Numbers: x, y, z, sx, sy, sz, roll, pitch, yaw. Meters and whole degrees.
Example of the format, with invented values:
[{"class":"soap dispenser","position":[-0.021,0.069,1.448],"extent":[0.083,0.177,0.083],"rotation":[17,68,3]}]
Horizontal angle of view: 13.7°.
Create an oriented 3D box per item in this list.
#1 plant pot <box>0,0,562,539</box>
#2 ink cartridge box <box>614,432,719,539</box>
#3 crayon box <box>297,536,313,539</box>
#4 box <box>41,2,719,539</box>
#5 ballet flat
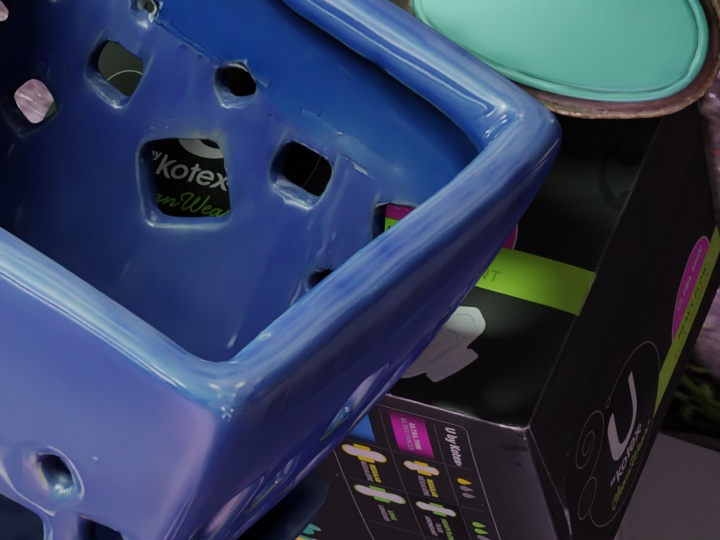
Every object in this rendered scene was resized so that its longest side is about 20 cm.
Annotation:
[{"class":"plant pot","position":[-0.093,0.011,0.819],"extent":[0.200,0.200,0.180],"rotation":[33,124,12]},{"class":"ink cartridge box","position":[0.091,0.145,1.161],"extent":[0.145,0.084,0.200],"rotation":[17,146,-31]},{"class":"crayon box","position":[0.010,0.079,1.225],"extent":[0.118,0.058,0.200],"rotation":[19,153,12]},{"class":"box","position":[0.000,0.000,0.984],"extent":[0.199,0.149,0.124],"rotation":[13,151,22]},{"class":"ballet flat","position":[0.018,-0.097,0.906],"extent":[0.199,0.071,0.065],"rotation":[23,-179,10]}]
